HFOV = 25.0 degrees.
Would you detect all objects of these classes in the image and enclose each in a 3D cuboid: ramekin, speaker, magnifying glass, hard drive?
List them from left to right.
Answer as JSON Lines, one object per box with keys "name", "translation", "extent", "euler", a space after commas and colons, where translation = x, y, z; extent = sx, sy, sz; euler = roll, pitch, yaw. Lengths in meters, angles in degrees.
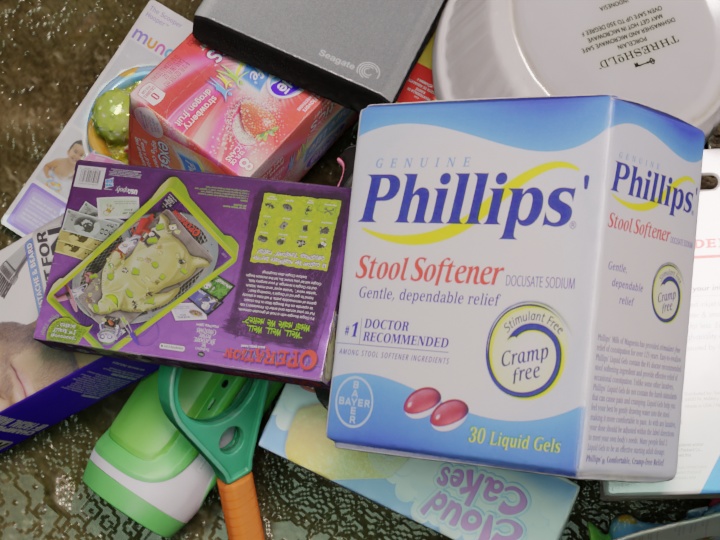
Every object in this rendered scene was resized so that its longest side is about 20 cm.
{"name": "speaker", "translation": [-0.104, 0.078, 1.109], "extent": [0.088, 0.088, 0.201], "euler": [32, 84, 11]}
{"name": "magnifying glass", "translation": [-0.086, 0.117, 1.067], "extent": [0.079, 0.202, 0.022], "euler": [-27, 36, -31]}
{"name": "hard drive", "translation": [-0.008, -0.204, 1.083], "extent": [0.139, 0.033, 0.201], "euler": [24, 60, 3]}
{"name": "ramekin", "translation": [0.152, -0.140, 1.050], "extent": [0.200, 0.094, 0.204], "euler": [5, 71, -15]}

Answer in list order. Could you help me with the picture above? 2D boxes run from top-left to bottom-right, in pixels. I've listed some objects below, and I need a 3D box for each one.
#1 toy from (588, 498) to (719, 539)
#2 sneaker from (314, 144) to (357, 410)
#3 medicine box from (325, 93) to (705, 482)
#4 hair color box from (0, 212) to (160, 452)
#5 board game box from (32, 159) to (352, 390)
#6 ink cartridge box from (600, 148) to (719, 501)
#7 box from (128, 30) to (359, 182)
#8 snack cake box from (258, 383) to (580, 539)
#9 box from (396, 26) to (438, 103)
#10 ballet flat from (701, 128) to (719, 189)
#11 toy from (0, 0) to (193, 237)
{"name": "toy", "translation": [0.240, 0.148, 1.042], "extent": [0.198, 0.115, 0.048], "euler": [-18, 69, 2]}
{"name": "sneaker", "translation": [0.000, 0.000, 1.040], "extent": [0.095, 0.079, 0.202], "euler": [0, 63, 36]}
{"name": "medicine box", "translation": [0.086, 0.010, 0.927], "extent": [0.181, 0.102, 0.202], "euler": [2, 85, 41]}
{"name": "hair color box", "translation": [-0.209, 0.037, 1.097], "extent": [0.199, 0.065, 0.110], "euler": [-28, 66, 24]}
{"name": "board game box", "translation": [-0.099, 0.000, 1.002], "extent": [0.198, 0.032, 0.121], "euler": [7, 73, 21]}
{"name": "ink cartridge box", "translation": [0.196, 0.034, 0.971], "extent": [0.114, 0.068, 0.202], "euler": [-2, 80, 7]}
{"name": "box", "translation": [-0.058, -0.128, 1.108], "extent": [0.102, 0.095, 0.200], "euler": [35, 62, 10]}
{"name": "snack cake box", "translation": [0.041, 0.131, 1.070], "extent": [0.199, 0.115, 0.068], "euler": [24, 82, 10]}
{"name": "box", "translation": [0.057, -0.118, 1.138], "extent": [0.050, 0.075, 0.201], "euler": [29, 84, 11]}
{"name": "ballet flat", "translation": [0.168, -0.075, 1.132], "extent": [0.198, 0.046, 0.068], "euler": [-1, 79, 5]}
{"name": "toy", "translation": [-0.162, -0.092, 1.166], "extent": [0.115, 0.047, 0.201], "euler": [31, 84, 9]}
